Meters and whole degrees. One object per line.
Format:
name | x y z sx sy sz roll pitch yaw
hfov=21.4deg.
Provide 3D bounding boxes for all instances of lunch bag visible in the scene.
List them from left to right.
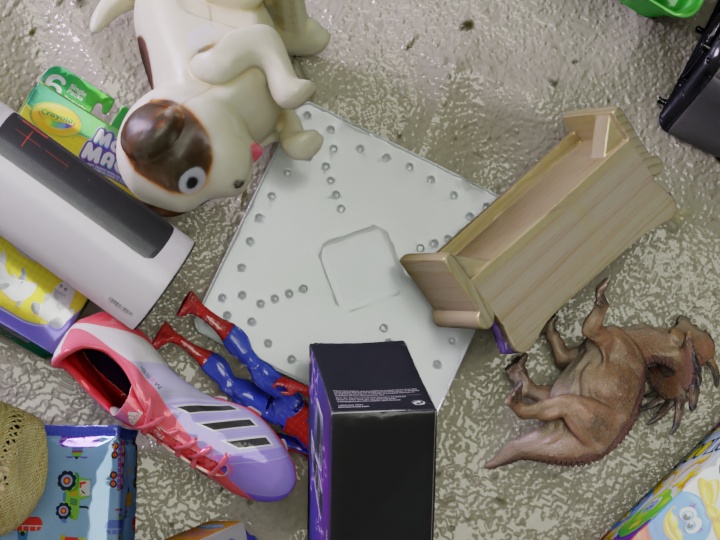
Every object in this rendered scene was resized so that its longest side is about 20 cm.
lunch bag | -0.268 0.187 1.387 0.198 0.094 0.152 1 83 2

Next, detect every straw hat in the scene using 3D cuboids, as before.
straw hat | -0.262 0.135 1.311 0.085 0.201 0.202 19 78 -22

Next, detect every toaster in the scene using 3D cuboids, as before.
toaster | 0.330 -0.187 1.466 0.118 0.200 0.182 28 78 2

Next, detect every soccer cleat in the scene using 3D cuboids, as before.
soccer cleat | -0.136 0.107 1.382 0.200 0.076 0.067 40 120 4

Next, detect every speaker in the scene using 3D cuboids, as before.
speaker | -0.221 -0.046 1.365 0.200 0.081 0.081 36 78 -8

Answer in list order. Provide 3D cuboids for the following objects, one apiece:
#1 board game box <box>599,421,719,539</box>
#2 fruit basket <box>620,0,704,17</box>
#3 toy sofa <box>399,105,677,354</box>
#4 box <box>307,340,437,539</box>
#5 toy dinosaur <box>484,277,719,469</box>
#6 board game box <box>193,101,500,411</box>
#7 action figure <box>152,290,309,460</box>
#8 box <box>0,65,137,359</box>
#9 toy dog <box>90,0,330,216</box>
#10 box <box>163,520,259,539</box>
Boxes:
board game box | 0.267 0.199 1.442 0.200 0.105 0.103 -41 88 -12
fruit basket | 0.208 -0.307 1.467 0.215 0.216 0.156 30 78 -2
toy sofa | 0.137 -0.029 1.447 0.200 0.083 0.098 -41 106 -18
box | 0.005 0.167 1.357 0.078 0.141 0.201 -1 107 -5
toy dinosaur | 0.189 0.097 1.462 0.135 0.086 0.200 41 84 -7
board game box | 0.000 0.000 1.477 0.199 0.026 0.201 26 79 -3
action figure | -0.065 0.099 1.429 0.200 0.052 0.066 36 116 -8
box | -0.231 -0.048 1.430 0.117 0.048 0.201 31 73 -13
toy dog | -0.116 -0.138 1.401 0.193 0.140 0.201 13 61 -1
box | -0.135 0.256 1.354 0.041 0.200 0.120 -5 96 35
